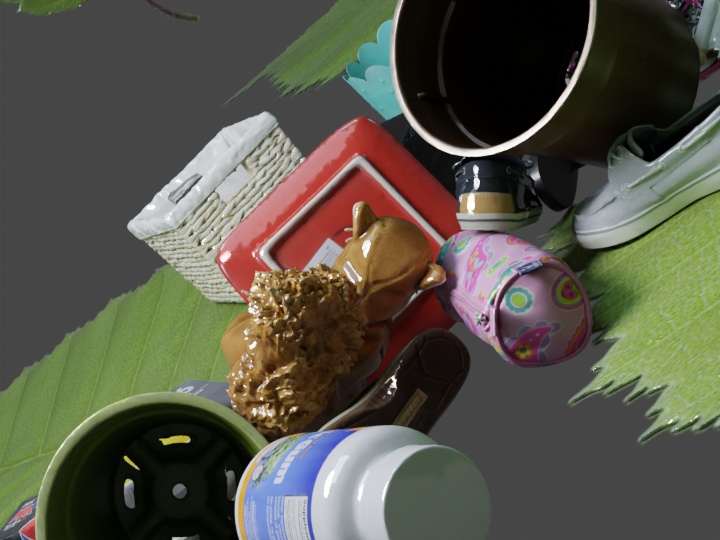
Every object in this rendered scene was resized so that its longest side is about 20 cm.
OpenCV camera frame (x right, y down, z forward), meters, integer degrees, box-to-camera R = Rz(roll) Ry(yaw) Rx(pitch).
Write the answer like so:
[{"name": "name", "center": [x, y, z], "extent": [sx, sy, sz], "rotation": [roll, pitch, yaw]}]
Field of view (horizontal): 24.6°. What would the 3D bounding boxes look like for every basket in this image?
[{"name": "basket", "center": [-0.160, -0.073, 2.115], "extent": [0.198, 0.161, 0.200], "rotation": [-47, 16, -17]}]

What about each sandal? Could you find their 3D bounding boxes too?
[{"name": "sandal", "center": [0.193, -0.127, 1.521], "extent": [0.045, 0.075, 0.201], "rotation": [-33, 25, 30]}]

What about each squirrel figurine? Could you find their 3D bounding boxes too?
[{"name": "squirrel figurine", "center": [-0.019, 0.042, 1.324], "extent": [0.187, 0.142, 0.200], "rotation": [-46, -6, 19]}]

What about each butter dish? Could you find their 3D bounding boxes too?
[{"name": "butter dish", "center": [0.000, 0.000, 1.514], "extent": [0.199, 0.200, 0.148], "rotation": [-44, -8, -8]}]

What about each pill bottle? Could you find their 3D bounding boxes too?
[{"name": "pill bottle", "center": [0.002, 0.162, 1.120], "extent": [0.112, 0.112, 0.200], "rotation": [-50, 16, -26]}]

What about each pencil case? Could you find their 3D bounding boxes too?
[{"name": "pencil case", "center": [0.113, 0.019, 1.285], "extent": [0.087, 0.087, 0.200], "rotation": [-43, 14, -1]}]

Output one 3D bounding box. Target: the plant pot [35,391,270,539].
[{"name": "plant pot", "center": [-0.154, 0.192, 1.354], "extent": [0.200, 0.200, 0.190], "rotation": [-43, 3, -2]}]

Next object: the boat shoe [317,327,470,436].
[{"name": "boat shoe", "center": [0.010, 0.134, 1.289], "extent": [0.202, 0.075, 0.075], "rotation": [-43, 0, -25]}]

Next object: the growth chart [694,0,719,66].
[{"name": "growth chart", "center": [0.352, -0.227, 1.334], "extent": [0.199, 0.018, 0.145], "rotation": [-1, 56, 50]}]

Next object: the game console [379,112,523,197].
[{"name": "game console", "center": [0.053, -0.083, 1.654], "extent": [0.117, 0.175, 0.200], "rotation": [-63, 0, 37]}]

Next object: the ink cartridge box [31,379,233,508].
[{"name": "ink cartridge box", "center": [-0.208, 0.172, 1.621], "extent": [0.197, 0.047, 0.199], "rotation": [-36, 23, -35]}]

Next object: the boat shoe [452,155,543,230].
[{"name": "boat shoe", "center": [0.115, -0.069, 1.393], "extent": [0.074, 0.063, 0.200], "rotation": [-1, 5, 10]}]

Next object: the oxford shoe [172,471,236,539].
[{"name": "oxford shoe", "center": [-0.120, 0.179, 1.509], "extent": [0.200, 0.058, 0.075], "rotation": [-47, 18, -9]}]

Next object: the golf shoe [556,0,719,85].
[{"name": "golf shoe", "center": [0.276, -0.192, 1.461], "extent": [0.199, 0.092, 0.073], "rotation": [-9, 58, 28]}]

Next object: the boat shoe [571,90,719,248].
[{"name": "boat shoe", "center": [0.232, -0.086, 1.287], "extent": [0.200, 0.072, 0.070], "rotation": [-31, 19, 39]}]

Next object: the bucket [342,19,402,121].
[{"name": "bucket", "center": [0.094, -0.249, 1.988], "extent": [0.207, 0.135, 0.207], "rotation": [-40, 16, 14]}]

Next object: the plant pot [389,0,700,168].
[{"name": "plant pot", "center": [0.160, -0.173, 1.338], "extent": [0.199, 0.198, 0.202], "rotation": [-9, 76, 40]}]

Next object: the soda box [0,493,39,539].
[{"name": "soda box", "center": [-0.309, 0.267, 1.744], "extent": [0.200, 0.063, 0.071], "rotation": [-28, 20, 46]}]
